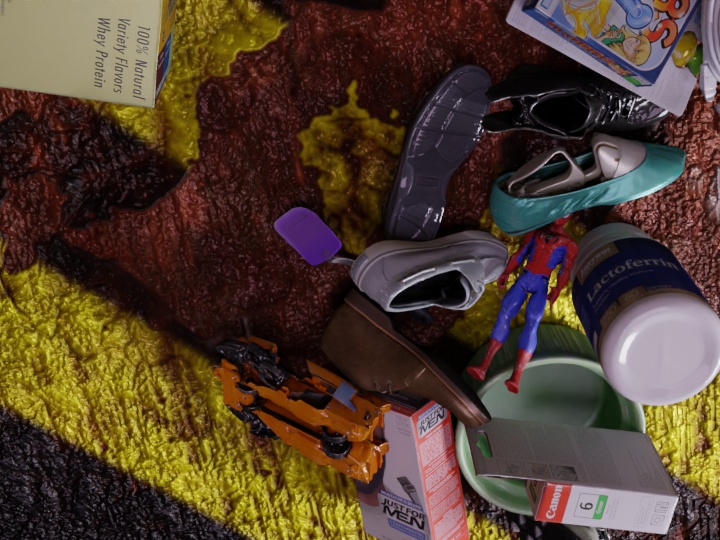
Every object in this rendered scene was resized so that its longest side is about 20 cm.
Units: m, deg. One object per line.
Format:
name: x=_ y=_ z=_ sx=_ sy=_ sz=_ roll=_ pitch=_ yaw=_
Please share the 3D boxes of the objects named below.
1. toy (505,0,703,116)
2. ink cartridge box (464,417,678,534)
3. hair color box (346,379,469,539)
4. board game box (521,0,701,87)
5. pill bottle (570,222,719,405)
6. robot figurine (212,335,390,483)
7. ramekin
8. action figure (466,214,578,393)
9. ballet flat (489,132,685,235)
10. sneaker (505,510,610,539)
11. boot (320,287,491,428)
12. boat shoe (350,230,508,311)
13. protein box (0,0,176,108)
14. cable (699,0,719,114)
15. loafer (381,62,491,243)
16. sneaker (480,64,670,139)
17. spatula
toy: x=0.234 y=-0.237 z=1.069 sx=0.200 sy=0.047 sz=0.115 roll=24 pitch=91 yaw=-15
ink cartridge box: x=0.201 y=0.201 z=1.146 sx=0.200 sy=0.109 sz=0.050 roll=7 pitch=115 yaw=-6
hair color box: x=0.047 y=0.211 z=1.250 sx=0.064 sy=0.111 sz=0.200 roll=-31 pitch=123 yaw=-37
board game box: x=0.250 y=-0.283 z=1.023 sx=0.135 sy=0.034 sz=0.200 roll=28 pitch=90 yaw=-16
pill bottle: x=0.271 y=0.034 z=1.127 sx=0.116 sy=0.200 sz=0.116 roll=-1 pitch=115 yaw=-3
robot figurine: x=-0.066 y=0.137 z=1.195 sx=0.200 sy=0.058 sz=0.145 roll=26 pitch=141 yaw=22
ramekin: x=0.196 y=0.155 z=1.240 sx=0.200 sy=0.098 sz=0.200 roll=-1 pitch=116 yaw=-2
action figure: x=0.171 y=0.020 z=1.156 sx=0.065 sy=0.200 sz=0.052 roll=17 pitch=163 yaw=25
ballet flat: x=0.220 y=-0.095 z=1.131 sx=0.200 sy=0.067 sz=0.070 roll=-19 pitch=129 yaw=8
sneaker: x=0.244 y=0.291 z=1.260 sx=0.088 sy=0.200 sz=0.074 roll=-9 pitch=112 yaw=-20
boot: x=0.044 y=0.105 z=1.168 sx=0.200 sy=0.074 sz=0.075 roll=38 pitch=90 yaw=24
boat shoe: x=0.081 y=0.010 z=1.130 sx=0.201 sy=0.072 sz=0.070 roll=-5 pitch=137 yaw=-41
protein box: x=-0.261 y=-0.265 z=0.991 sx=0.200 sy=0.135 sz=0.199 roll=7 pitch=115 yaw=-6
cable: x=0.396 y=-0.246 z=1.033 sx=0.200 sy=0.069 sz=0.200 roll=-28 pitch=127 yaw=-10
loafer: x=0.064 y=-0.114 z=1.124 sx=0.072 sy=0.063 sz=0.200 roll=10 pitch=113 yaw=-26
sneaker: x=0.208 y=-0.153 z=1.084 sx=0.200 sy=0.104 sz=0.060 roll=6 pitch=115 yaw=-5
spatula: x=0.000 y=0.000 z=1.194 sx=0.200 sy=0.021 sz=0.057 roll=34 pitch=137 yaw=-22
